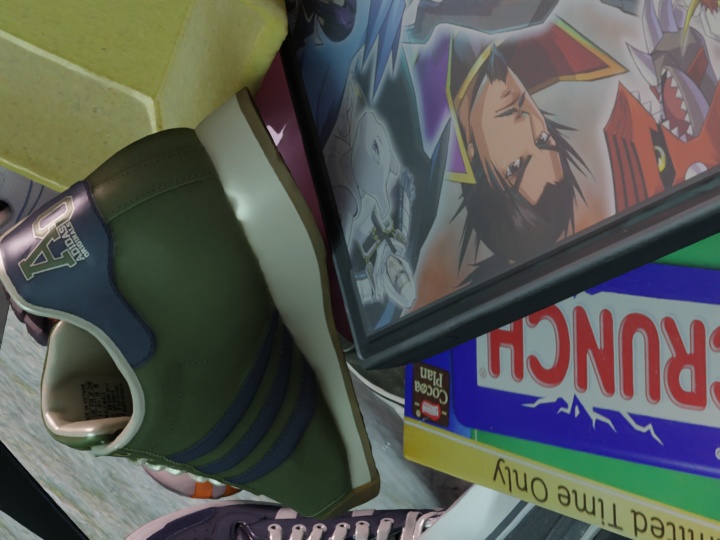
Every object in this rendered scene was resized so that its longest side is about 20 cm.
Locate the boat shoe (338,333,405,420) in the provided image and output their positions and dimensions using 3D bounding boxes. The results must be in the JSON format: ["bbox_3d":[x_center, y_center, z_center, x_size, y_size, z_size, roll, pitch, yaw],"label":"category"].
[{"bbox_3d":[0.000,0.000,0.835,0.064,0.071,0.200,38,176,-40],"label":"boat shoe"}]

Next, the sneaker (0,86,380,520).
[{"bbox_3d":[-0.053,0.027,0.672,0.200,0.090,0.067,78,166,-58],"label":"sneaker"}]

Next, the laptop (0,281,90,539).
[{"bbox_3d":[-0.170,0.026,1.018,0.116,0.200,0.187,-7,143,18],"label":"laptop"}]

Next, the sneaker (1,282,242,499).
[{"bbox_3d":[-0.098,0.003,1.045,0.200,0.077,0.112,44,137,33],"label":"sneaker"}]

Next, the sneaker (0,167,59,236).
[{"bbox_3d":[-0.151,-0.077,0.977,0.074,0.087,0.200,34,151,25],"label":"sneaker"}]

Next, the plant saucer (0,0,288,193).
[{"bbox_3d":[-0.120,-0.096,0.663,0.200,0.049,0.200,24,159,-5],"label":"plant saucer"}]

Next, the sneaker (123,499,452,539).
[{"bbox_3d":[-0.002,0.133,0.988,0.108,0.200,0.070,-18,70,58],"label":"sneaker"}]

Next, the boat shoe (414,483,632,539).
[{"bbox_3d":[0.087,0.068,0.736,0.068,0.072,0.200,48,135,8],"label":"boat shoe"}]

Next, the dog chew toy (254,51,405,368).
[{"bbox_3d":[0.000,-0.058,0.748,0.200,0.124,0.125,43,155,23],"label":"dog chew toy"}]

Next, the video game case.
[{"bbox_3d":[0.042,-0.088,0.558,0.200,0.025,0.181,-27,75,50],"label":"video game case"}]

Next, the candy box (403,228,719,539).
[{"bbox_3d":[0.092,-0.031,0.586,0.169,0.077,0.200,14,107,48],"label":"candy box"}]
